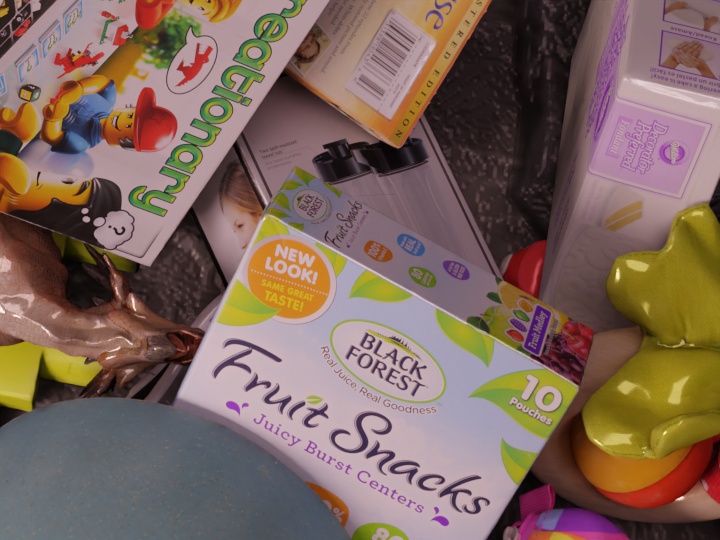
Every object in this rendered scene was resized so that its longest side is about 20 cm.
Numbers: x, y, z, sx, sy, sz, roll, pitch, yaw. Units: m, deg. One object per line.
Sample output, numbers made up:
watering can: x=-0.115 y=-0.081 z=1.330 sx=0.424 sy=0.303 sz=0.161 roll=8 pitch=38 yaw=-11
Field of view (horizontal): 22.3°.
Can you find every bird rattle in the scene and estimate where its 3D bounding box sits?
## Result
bird rattle: x=0.150 y=0.066 z=0.817 sx=0.162 sy=0.200 sz=0.114 roll=-15 pitch=55 yaw=33

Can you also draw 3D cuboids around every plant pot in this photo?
plant pot: x=-0.104 y=0.172 z=0.737 sx=0.198 sy=0.201 sz=0.135 roll=24 pitch=34 yaw=3

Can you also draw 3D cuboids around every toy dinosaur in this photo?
toy dinosaur: x=-0.162 y=-0.004 z=0.836 sx=0.135 sy=0.086 sz=0.201 roll=-1 pitch=45 yaw=-44

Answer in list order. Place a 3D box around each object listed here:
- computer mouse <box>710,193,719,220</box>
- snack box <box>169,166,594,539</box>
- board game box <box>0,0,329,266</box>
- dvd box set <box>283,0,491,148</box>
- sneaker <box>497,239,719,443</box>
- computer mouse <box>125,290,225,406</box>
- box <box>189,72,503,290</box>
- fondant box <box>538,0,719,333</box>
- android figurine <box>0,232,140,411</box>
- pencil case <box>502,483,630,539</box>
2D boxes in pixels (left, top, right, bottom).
computer mouse: x=0.258 y=0.027 z=0.922 sx=0.138 sy=0.053 sz=0.201 roll=-30 pitch=68 yaw=-13
snack box: x=-0.011 y=0.077 z=0.767 sx=0.141 sy=0.201 sz=0.053 roll=28 pitch=31 yaw=-1
board game box: x=-0.096 y=-0.100 z=0.754 sx=0.125 sy=0.201 sz=0.035 roll=20 pitch=34 yaw=-28
dvd box set: x=-0.019 y=-0.165 z=0.801 sx=0.199 sy=0.029 sz=0.147 roll=31 pitch=90 yaw=-34
sneaker: x=0.150 y=0.052 z=0.883 sx=0.199 sy=0.085 sz=0.077 roll=30 pitch=74 yaw=4
computer mouse: x=-0.088 y=0.090 z=0.870 sx=0.110 sy=0.044 sz=0.200 roll=44 pitch=69 yaw=-7
box: x=0.000 y=0.000 z=0.869 sx=0.116 sy=0.060 sz=0.202 roll=-20 pitch=81 yaw=-39
fondant box: x=0.135 y=-0.088 z=0.853 sx=0.058 sy=0.145 sz=0.201 roll=14 pitch=44 yaw=-1
android figurine: x=-0.208 y=-0.003 z=0.892 sx=0.198 sy=0.041 sz=0.184 roll=10 pitch=74 yaw=-5
pencil case: x=0.057 y=0.184 z=0.775 sx=0.088 sy=0.089 sz=0.200 roll=36 pitch=44 yaw=6
